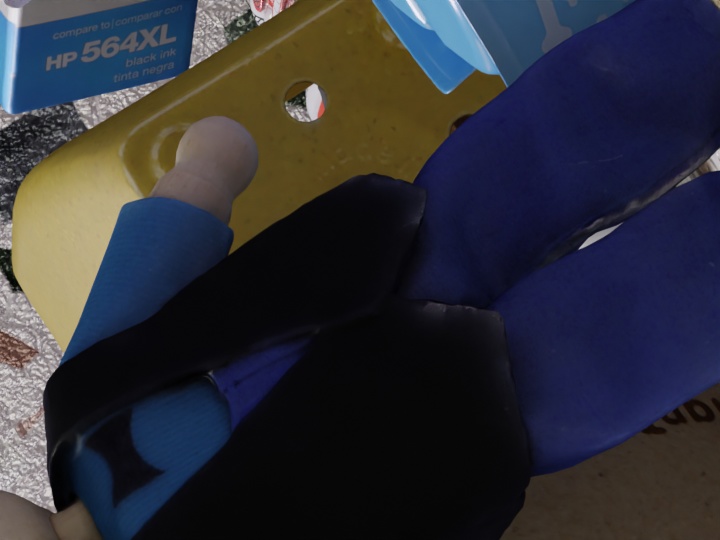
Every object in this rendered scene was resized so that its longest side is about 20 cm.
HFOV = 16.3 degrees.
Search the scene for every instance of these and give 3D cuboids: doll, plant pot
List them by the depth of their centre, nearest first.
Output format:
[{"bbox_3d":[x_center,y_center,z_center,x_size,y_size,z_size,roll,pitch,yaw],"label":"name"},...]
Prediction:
[{"bbox_3d":[0.000,0.014,0.447,0.136,0.200,0.048,55,179,36],"label":"doll"},{"bbox_3d":[0.000,0.000,0.838,0.194,0.195,0.200,56,173,10],"label":"plant pot"}]

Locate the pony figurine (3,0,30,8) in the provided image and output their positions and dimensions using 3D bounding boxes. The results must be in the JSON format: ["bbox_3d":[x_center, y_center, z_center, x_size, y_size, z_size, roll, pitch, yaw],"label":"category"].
[{"bbox_3d":[-0.058,-0.107,0.410,0.200,0.193,0.167,56,-147,-11],"label":"pony figurine"}]

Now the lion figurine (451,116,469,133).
[{"bbox_3d":[0.046,-0.040,1.104,0.200,0.072,0.123,87,165,-61],"label":"lion figurine"}]

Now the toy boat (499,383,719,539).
[{"bbox_3d":[0.046,0.079,0.543,0.131,0.200,0.131,58,136,39],"label":"toy boat"}]

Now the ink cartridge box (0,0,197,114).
[{"bbox_3d":[-0.118,-0.184,0.940,0.146,0.084,0.200,56,147,36],"label":"ink cartridge box"}]

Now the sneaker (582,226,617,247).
[{"bbox_3d":[0.110,0.075,0.692,0.200,0.082,0.075,56,180,-3],"label":"sneaker"}]

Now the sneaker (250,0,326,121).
[{"bbox_3d":[-0.015,-0.118,1.202,0.108,0.067,0.201,54,-178,10],"label":"sneaker"}]

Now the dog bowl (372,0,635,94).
[{"bbox_3d":[0.019,-0.092,0.584,0.112,0.050,0.200,56,179,-18],"label":"dog bowl"}]
